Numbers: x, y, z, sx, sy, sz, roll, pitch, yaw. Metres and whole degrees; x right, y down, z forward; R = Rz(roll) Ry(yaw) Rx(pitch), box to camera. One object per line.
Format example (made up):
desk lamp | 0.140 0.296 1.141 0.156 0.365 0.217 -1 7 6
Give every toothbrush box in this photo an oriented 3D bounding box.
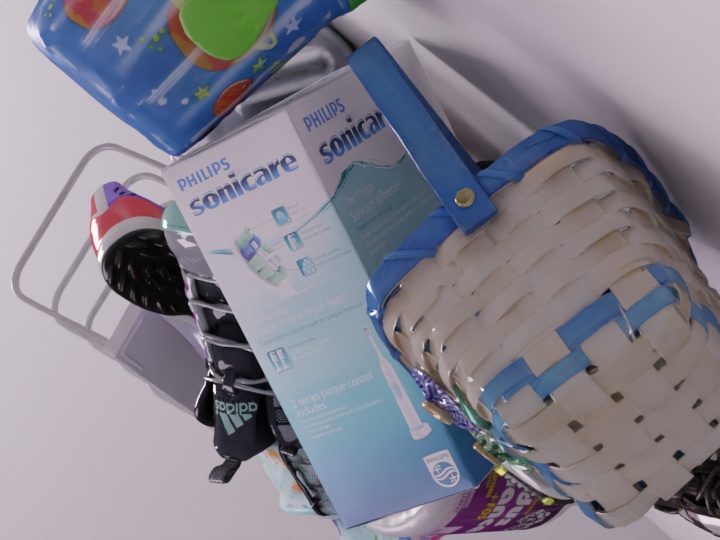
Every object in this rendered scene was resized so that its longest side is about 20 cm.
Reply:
toothbrush box | 0.009 0.003 0.850 0.201 0.085 0.146 63 -148 -9

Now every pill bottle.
pill bottle | 0.085 0.120 1.141 0.199 0.113 0.112 5 -156 -46

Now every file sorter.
file sorter | -0.133 0.018 1.229 0.124 0.139 0.200 23 167 33

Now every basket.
basket | 0.073 0.000 0.747 0.176 0.139 0.201 43 -164 -47

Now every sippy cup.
sippy cup | -0.083 -0.131 0.800 0.139 0.131 0.178 40 178 14

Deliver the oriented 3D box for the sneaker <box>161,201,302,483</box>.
sneaker | -0.068 0.054 0.986 0.077 0.141 0.200 10 161 33

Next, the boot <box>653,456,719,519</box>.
boot | 0.216 0.136 1.021 0.173 0.070 0.200 13 176 6

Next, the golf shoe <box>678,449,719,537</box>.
golf shoe | 0.236 0.129 1.258 0.200 0.078 0.094 38 177 22

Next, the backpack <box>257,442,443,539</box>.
backpack | 0.018 0.127 1.292 0.199 0.177 0.151 -5 113 53

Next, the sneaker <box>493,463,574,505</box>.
sneaker | 0.065 0.050 0.970 0.199 0.077 0.076 31 -143 -5

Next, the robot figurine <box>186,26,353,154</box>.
robot figurine | -0.061 -0.106 1.075 0.200 0.112 0.171 -149 47 -74

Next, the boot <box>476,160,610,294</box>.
boot | 0.115 0.014 1.053 0.200 0.073 0.151 44 176 -7

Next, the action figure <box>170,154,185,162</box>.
action figure | -0.052 -0.044 1.268 0.200 0.133 0.150 36 -146 -82

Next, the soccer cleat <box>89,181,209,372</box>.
soccer cleat | -0.100 0.013 1.089 0.200 0.068 0.073 42 -167 -43
